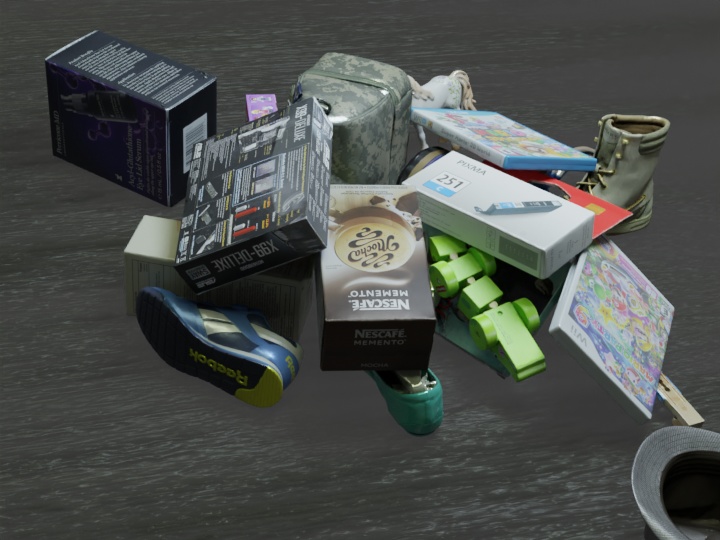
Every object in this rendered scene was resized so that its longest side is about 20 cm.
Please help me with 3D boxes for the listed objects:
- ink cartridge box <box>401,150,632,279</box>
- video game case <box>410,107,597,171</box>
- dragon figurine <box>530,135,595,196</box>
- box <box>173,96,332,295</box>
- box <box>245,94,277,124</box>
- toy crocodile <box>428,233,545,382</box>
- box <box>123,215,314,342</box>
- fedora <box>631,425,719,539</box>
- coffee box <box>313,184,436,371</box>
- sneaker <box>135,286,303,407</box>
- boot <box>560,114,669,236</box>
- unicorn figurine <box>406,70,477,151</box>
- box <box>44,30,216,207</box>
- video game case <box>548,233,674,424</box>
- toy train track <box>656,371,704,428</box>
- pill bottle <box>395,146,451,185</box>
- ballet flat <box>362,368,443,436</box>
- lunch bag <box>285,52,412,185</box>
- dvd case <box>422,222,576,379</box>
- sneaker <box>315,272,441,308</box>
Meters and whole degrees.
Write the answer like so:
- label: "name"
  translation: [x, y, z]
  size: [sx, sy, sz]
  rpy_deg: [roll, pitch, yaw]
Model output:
- label: "ink cartridge box"
  translation: [0.175, -0.081, 1.443]
  size: [0.200, 0.045, 0.176]
  rpy_deg: [28, 45, 33]
- label: "video game case"
  translation: [0.169, -0.160, 1.571]
  size: [0.143, 0.018, 0.200]
  rpy_deg: [-2, 23, -34]
- label: "dragon figurine"
  translation: [0.231, -0.114, 1.669]
  size: [0.059, 0.100, 0.200]
  rpy_deg: [38, 33, 26]
- label: "box"
  translation: [-0.111, -0.083, 1.378]
  size: [0.158, 0.050, 0.200]
  rpy_deg: [-19, 42, 18]
- label: "box"
  translation: [-0.113, -0.102, 1.552]
  size: [0.039, 0.137, 0.200]
  rpy_deg: [-2, 38, -9]
- label: "toy crocodile"
  translation: [0.132, 0.036, 1.398]
  size: [0.067, 0.062, 0.200]
  rpy_deg: [-25, 64, -21]
- label: "box"
  translation: [-0.156, 0.010, 1.438]
  size: [0.200, 0.095, 0.078]
  rpy_deg: [11, 37, 5]
- label: "fedora"
  translation: [0.334, 0.241, 1.197]
  size: [0.200, 0.090, 0.177]
  rpy_deg: [18, 40, 6]
- label: "coffee box"
  translation: [0.010, 0.005, 1.346]
  size: [0.113, 0.080, 0.200]
  rpy_deg: [0, 46, -6]
- label: "sneaker"
  translation: [-0.150, 0.072, 1.378]
  size: [0.200, 0.074, 0.082]
  rpy_deg: [29, 41, 17]
- label: "boot"
  translation: [0.287, -0.111, 1.597]
  size: [0.200, 0.155, 0.072]
  rpy_deg: [-14, 41, -25]
- label: "unicorn figurine"
  translation: [0.084, -0.211, 1.713]
  size: [0.074, 0.138, 0.200]
  rpy_deg: [13, 34, 26]
- label: "box"
  translation: [-0.289, -0.194, 1.642]
  size: [0.200, 0.148, 0.104]
  rpy_deg: [22, 41, 23]
- label: "video game case"
  translation: [0.272, 0.053, 1.385]
  size: [0.143, 0.018, 0.200]
  rpy_deg: [45, 38, -12]
- label: "toy train track"
  translation: [0.300, 0.107, 1.423]
  size: [0.115, 0.033, 0.200]
  rpy_deg: [-10, 45, -31]
- label: "pill bottle"
  translation: [0.142, -0.060, 1.550]
  size: [0.200, 0.112, 0.112]
  rpy_deg: [32, 45, 30]
- label: "ballet flat"
  translation: [0.034, 0.088, 1.376]
  size: [0.067, 0.070, 0.200]
  rpy_deg: [-13, 41, -22]
- label: "lunch bag"
  translation: [-0.028, -0.146, 1.569]
  size: [0.139, 0.200, 0.168]
  rpy_deg: [16, 37, 14]
- label: "dvd case"
  translation: [0.123, 0.011, 1.457]
  size: [0.200, 0.022, 0.146]
  rpy_deg: [33, 87, 32]
- label: "sneaker"
  translation: [0.000, 0.000, 1.463]
  size: [0.200, 0.076, 0.075]
  rpy_deg: [24, 81, 30]
